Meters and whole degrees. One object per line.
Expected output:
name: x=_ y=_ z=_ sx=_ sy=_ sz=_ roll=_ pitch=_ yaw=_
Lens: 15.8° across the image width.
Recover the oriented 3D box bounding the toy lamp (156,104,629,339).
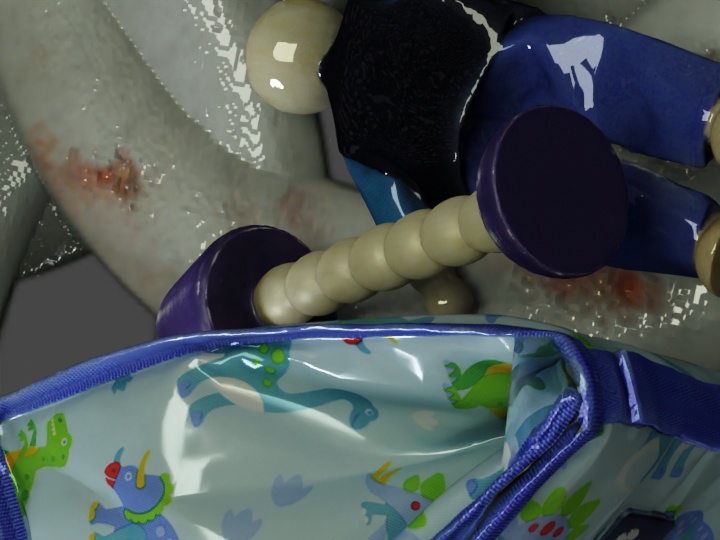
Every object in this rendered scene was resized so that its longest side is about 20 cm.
toy lamp: x=0.000 y=0.000 z=0.822 sx=0.200 sy=0.058 sz=0.059 roll=-22 pitch=71 yaw=53

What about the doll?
doll: x=0.040 y=-0.046 z=0.836 sx=0.199 sy=0.048 sz=0.137 roll=21 pitch=117 yaw=34

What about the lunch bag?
lunch bag: x=0.019 y=0.071 z=0.764 sx=0.199 sy=0.170 sz=0.128 roll=-23 pitch=72 yaw=26
